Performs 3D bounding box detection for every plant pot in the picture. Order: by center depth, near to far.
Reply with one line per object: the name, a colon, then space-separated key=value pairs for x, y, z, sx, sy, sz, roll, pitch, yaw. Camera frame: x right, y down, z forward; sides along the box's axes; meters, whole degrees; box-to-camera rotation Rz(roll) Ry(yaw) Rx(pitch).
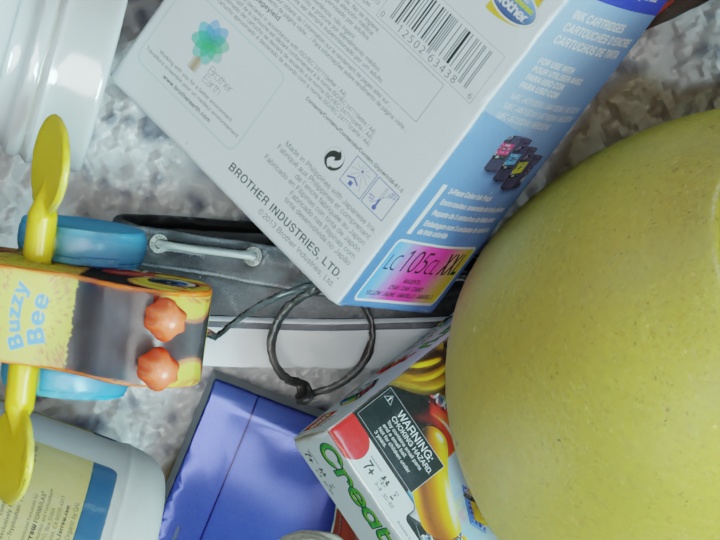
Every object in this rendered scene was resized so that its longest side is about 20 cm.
plant pot: x=0.142 y=0.021 z=0.866 sx=0.200 sy=0.142 sz=0.200 roll=5 pitch=65 yaw=-11

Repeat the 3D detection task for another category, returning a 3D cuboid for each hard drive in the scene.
hard drive: x=0.008 y=0.137 z=1.049 sx=0.200 sy=0.025 sz=0.132 roll=21 pitch=101 yaw=-9

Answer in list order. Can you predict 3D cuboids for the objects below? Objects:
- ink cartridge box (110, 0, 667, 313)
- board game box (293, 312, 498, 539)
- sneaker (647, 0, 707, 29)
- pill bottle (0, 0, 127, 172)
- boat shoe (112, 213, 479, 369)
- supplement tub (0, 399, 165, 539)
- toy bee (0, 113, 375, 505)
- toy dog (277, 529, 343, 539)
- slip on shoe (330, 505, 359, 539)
ink cartridge box: x=0.023 y=-0.102 z=0.914 sx=0.136 sy=0.076 sz=0.200 roll=45 pitch=111 yaw=23
board game box: x=0.080 y=0.108 z=0.941 sx=0.126 sy=0.035 sz=0.200 roll=-37 pitch=97 yaw=-28
sneaker: x=0.082 y=-0.118 z=0.964 sx=0.200 sy=0.082 sz=0.077 roll=-24 pitch=104 yaw=2
pill bottle: x=-0.190 y=-0.099 z=0.932 sx=0.200 sy=0.109 sz=0.109 roll=15 pitch=102 yaw=-8
boat shoe: x=0.000 y=0.000 z=0.996 sx=0.200 sy=0.072 sz=0.068 roll=0 pitch=99 yaw=-2
supplement tub: x=-0.189 y=0.107 z=0.965 sx=0.200 sy=0.145 sz=0.145 roll=20 pitch=101 yaw=-9
toy bee: x=-0.095 y=0.009 z=0.897 sx=0.200 sy=0.109 sz=0.131 roll=-14 pitch=97 yaw=-5
toy dog: x=0.002 y=0.195 z=0.953 sx=0.200 sy=0.096 sz=0.132 roll=33 pitch=61 yaw=-20
slip on shoe: x=0.017 y=0.137 z=1.004 sx=0.074 sy=0.061 sz=0.200 roll=4 pitch=108 yaw=-8
